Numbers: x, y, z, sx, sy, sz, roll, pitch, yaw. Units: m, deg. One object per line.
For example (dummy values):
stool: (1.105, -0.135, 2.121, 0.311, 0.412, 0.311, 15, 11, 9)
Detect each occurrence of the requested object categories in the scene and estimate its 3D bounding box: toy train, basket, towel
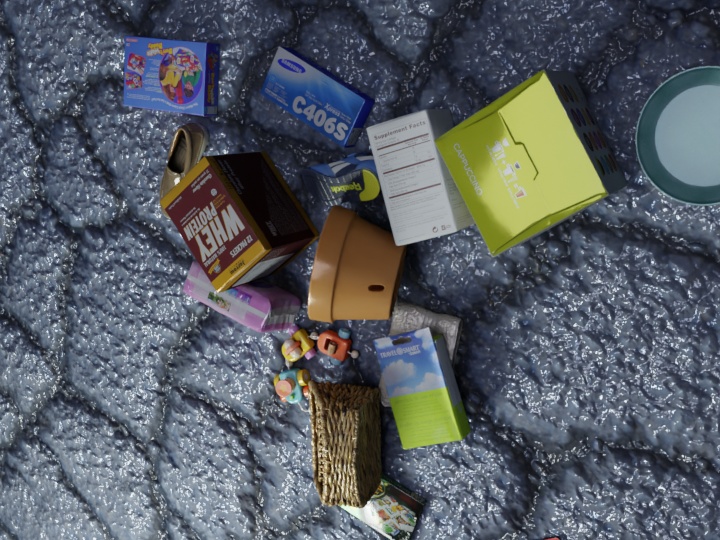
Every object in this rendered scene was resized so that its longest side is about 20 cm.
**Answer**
toy train: (-0.096, 0.188, 1.649, 0.149, 0.055, 0.203, 28, 110, 20)
basket: (-0.050, 0.316, 1.567, 0.146, 0.143, 0.204, 4, 105, 20)
towel: (0.104, 0.164, 1.557, 0.131, 0.034, 0.204, 15, 106, 22)

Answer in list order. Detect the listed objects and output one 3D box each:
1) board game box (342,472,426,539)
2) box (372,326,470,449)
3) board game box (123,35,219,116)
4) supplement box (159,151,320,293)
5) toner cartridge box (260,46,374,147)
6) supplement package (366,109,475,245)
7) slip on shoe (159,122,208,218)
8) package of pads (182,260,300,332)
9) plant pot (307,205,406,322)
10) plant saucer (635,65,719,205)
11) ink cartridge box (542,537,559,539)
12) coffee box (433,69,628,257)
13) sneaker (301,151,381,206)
board game box: (0.022, 0.431, 1.653, 0.198, 0.023, 0.106, 29, 112, 19)
box: (0.106, 0.202, 1.517, 0.120, 0.047, 0.203, -15, 92, 28)
board game box: (-0.369, -0.379, 1.686, 0.197, 0.045, 0.137, 12, 104, 24)
supplement box: (-0.215, -0.094, 1.574, 0.132, 0.199, 0.199, -37, 83, 26)
toner cartridge box: (-0.079, -0.311, 1.556, 0.199, 0.043, 0.096, 34, 111, 17)
supplement package: (0.105, -0.157, 1.451, 0.116, 0.117, 0.204, -13, 93, 27)
slip on shoe: (-0.358, -0.194, 1.705, 0.076, 0.060, 0.202, 34, 112, 17)
package of pads: (-0.223, 0.049, 1.643, 0.198, 0.120, 0.077, 24, 98, 24)
plant pot: (0.000, 0.000, 1.502, 0.138, 0.200, 0.204, 12, 105, 7)
plant saucer: (0.511, -0.199, 1.288, 0.197, 0.036, 0.204, 5, 101, 25)
ink cartridge box: (0.322, 0.579, 1.505, 0.115, 0.067, 0.203, -21, 90, 29)
coffee box: (0.264, -0.165, 1.326, 0.198, 0.197, 0.202, -29, 86, 27)
sneaker: (-0.022, -0.166, 1.544, 0.198, 0.082, 0.075, 6, 131, 43)
